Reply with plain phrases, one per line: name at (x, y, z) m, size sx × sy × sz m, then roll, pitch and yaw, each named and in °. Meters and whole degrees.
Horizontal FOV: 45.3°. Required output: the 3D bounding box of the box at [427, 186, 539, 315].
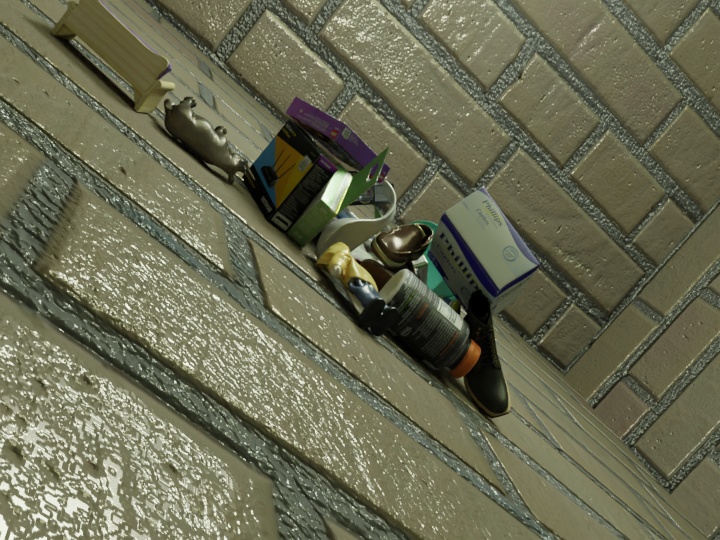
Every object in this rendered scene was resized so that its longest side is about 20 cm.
box at (0.227, -0.021, 1.642) m, size 0.185 × 0.104 × 0.201 m, roll 56°, pitch -16°, yaw 16°

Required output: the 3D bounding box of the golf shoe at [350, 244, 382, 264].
golf shoe at (0.000, 0.000, 1.659) m, size 0.200 × 0.074 × 0.093 m, roll 42°, pitch 33°, yaw -43°

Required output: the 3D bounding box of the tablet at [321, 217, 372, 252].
tablet at (-0.050, -0.080, 1.718) m, size 0.198 × 0.014 × 0.130 m, roll 32°, pitch -13°, yaw -8°

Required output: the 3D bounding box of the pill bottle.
pill bottle at (0.119, 0.100, 1.511) m, size 0.199 × 0.106 × 0.106 m, roll 41°, pitch 7°, yaw -10°

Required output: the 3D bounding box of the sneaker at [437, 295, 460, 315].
sneaker at (0.147, 0.101, 1.659) m, size 0.081 × 0.075 × 0.201 m, roll 15°, pitch -27°, yaw 13°

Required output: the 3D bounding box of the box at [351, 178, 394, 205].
box at (-0.047, -0.172, 1.850) m, size 0.196 × 0.045 × 0.160 m, roll -5°, pitch 15°, yaw -22°

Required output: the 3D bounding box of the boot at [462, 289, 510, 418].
boot at (0.225, 0.151, 1.565) m, size 0.139 × 0.076 × 0.203 m, roll 93°, pitch -21°, yaw -57°

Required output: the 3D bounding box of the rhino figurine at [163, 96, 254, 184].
rhino figurine at (-0.259, -0.218, 1.486) m, size 0.199 × 0.060 × 0.088 m, roll 41°, pitch 21°, yaw -25°

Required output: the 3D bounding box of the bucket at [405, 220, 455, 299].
bucket at (0.156, -0.008, 1.982) m, size 0.207 × 0.208 × 0.134 m, roll 47°, pitch 11°, yaw 34°

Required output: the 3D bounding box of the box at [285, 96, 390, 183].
box at (-0.040, -0.245, 1.638) m, size 0.136 × 0.039 × 0.199 m, roll 34°, pitch 0°, yaw 33°

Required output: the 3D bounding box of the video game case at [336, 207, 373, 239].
video game case at (0.001, -0.054, 1.818) m, size 0.182 × 0.024 × 0.200 m, roll 43°, pitch -14°, yaw -2°

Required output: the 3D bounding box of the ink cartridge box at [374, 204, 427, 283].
ink cartridge box at (0.086, -0.033, 1.861) m, size 0.147 × 0.047 × 0.202 m, roll 88°, pitch -17°, yaw -49°

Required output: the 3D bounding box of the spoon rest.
spoon rest at (-0.003, -0.080, 1.551) m, size 0.060 × 0.200 × 0.100 m, roll 38°, pitch -23°, yaw 23°

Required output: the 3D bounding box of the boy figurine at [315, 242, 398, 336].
boy figurine at (-0.016, 0.017, 1.431) m, size 0.124 × 0.065 × 0.200 m, roll 34°, pitch 11°, yaw -46°

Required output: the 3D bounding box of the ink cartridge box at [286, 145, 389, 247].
ink cartridge box at (-0.040, -0.145, 1.538) m, size 0.048 × 0.199 × 0.147 m, roll 40°, pitch 33°, yaw -15°

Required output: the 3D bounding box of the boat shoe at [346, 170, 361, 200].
boat shoe at (-0.093, -0.169, 1.701) m, size 0.195 × 0.062 × 0.074 m, roll -1°, pitch -6°, yaw -13°

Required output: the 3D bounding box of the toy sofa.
toy sofa at (-0.397, -0.361, 1.421) m, size 0.199 × 0.098 × 0.083 m, roll 41°, pitch 8°, yaw -3°

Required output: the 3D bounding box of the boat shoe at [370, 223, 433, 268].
boat shoe at (0.083, -0.060, 1.617) m, size 0.075 × 0.075 × 0.202 m, roll 49°, pitch 21°, yaw 8°

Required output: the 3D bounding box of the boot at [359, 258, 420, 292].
boot at (0.060, 0.010, 1.643) m, size 0.201 × 0.069 × 0.148 m, roll 58°, pitch 28°, yaw -35°

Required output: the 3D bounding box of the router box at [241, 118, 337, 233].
router box at (-0.133, -0.177, 1.577) m, size 0.051 × 0.150 × 0.200 m, roll 36°, pitch 9°, yaw -34°
